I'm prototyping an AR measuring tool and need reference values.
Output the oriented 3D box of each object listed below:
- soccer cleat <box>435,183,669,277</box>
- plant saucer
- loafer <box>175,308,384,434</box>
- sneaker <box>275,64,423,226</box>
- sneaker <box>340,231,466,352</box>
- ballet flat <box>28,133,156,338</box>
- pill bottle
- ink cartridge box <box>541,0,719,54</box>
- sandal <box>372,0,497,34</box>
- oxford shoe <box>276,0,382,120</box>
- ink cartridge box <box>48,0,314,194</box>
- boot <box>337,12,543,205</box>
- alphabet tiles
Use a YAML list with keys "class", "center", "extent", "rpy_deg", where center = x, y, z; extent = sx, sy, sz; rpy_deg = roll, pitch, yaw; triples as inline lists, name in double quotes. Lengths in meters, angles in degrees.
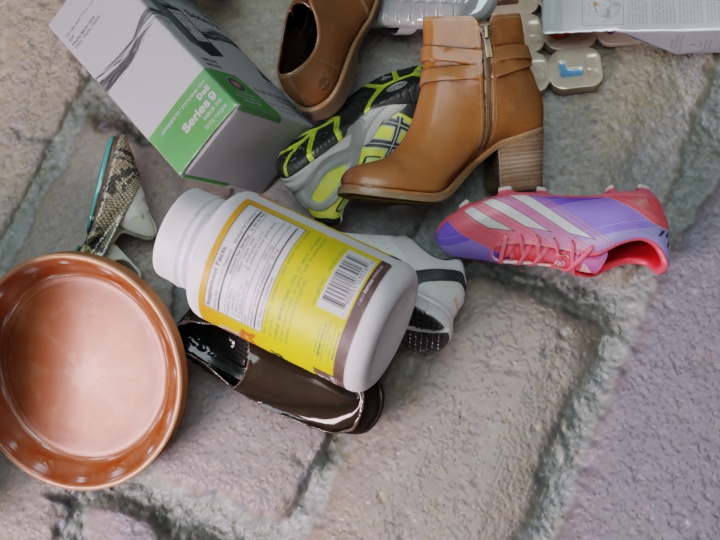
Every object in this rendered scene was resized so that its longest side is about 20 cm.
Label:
- class: "soccer cleat"
  center: [0.163, -0.026, 1.035]
  extent: [0.197, 0.067, 0.077]
  rpy_deg: [-5, 60, -7]
- class: "plant saucer"
  center: [-0.237, 0.084, 1.041]
  extent: [0.197, 0.032, 0.203]
  rpy_deg: [3, 100, 15]
- class: "loafer"
  center: [-0.075, 0.087, 1.025]
  extent: [0.198, 0.071, 0.074]
  rpy_deg: [20, 103, 20]
- class: "sneaker"
  center: [0.015, -0.117, 1.102]
  extent: [0.199, 0.075, 0.077]
  rpy_deg: [-36, 114, -18]
- class: "sneaker"
  center: [0.000, 0.000, 1.065]
  extent: [0.198, 0.074, 0.080]
  rpy_deg: [23, 55, 14]
- class: "ballet flat"
  center: [-0.227, -0.018, 1.102]
  extent: [0.075, 0.068, 0.202]
  rpy_deg: [23, 81, -8]
- class: "pill bottle"
  center: [-0.062, 0.009, 0.977]
  extent: [0.198, 0.109, 0.110]
  rpy_deg: [25, 76, 15]
- class: "ink cartridge box"
  center: [0.266, -0.277, 1.129]
  extent: [0.197, 0.050, 0.164]
  rpy_deg: [-1, 71, 11]
- class: "sandal"
  center: [0.038, -0.253, 1.145]
  extent: [0.201, 0.050, 0.083]
  rpy_deg: [20, 83, 32]
- class: "oxford shoe"
  center: [-0.029, -0.239, 1.103]
  extent: [0.071, 0.071, 0.202]
  rpy_deg: [-5, 61, 34]
- class: "ink cartridge box"
  center: [-0.156, -0.170, 1.085]
  extent: [0.200, 0.146, 0.084]
  rpy_deg: [47, 106, 18]
- class: "boot"
  center: [0.064, -0.138, 1.051]
  extent: [0.198, 0.073, 0.157]
  rpy_deg: [-9, 96, -24]
- class: "alphabet tiles"
  center: [0.165, -0.255, 1.149]
  extent: [0.193, 0.015, 0.203]
  rpy_deg: [-5, 71, 3]
